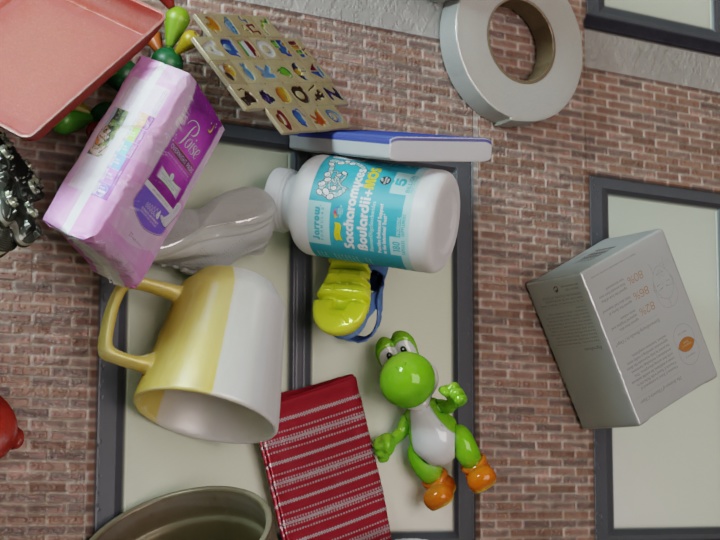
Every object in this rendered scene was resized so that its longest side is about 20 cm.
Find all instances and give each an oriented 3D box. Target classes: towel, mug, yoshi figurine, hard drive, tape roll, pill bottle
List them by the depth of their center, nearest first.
[{"bbox_3d":[-0.152,0.072,1.614,0.187,0.149,0.154,42,52,-48],"label":"mug"},{"bbox_3d":[-0.001,-0.064,1.700,0.111,0.199,0.111,8,90,-71],"label":"pill bottle"},{"bbox_3d":[0.030,-0.137,1.727,0.132,0.200,0.025,-2,98,-33],"label":"hard drive"},{"bbox_3d":[-0.042,0.224,1.740,0.144,0.022,0.201,-15,94,-36],"label":"towel"},{"bbox_3d":[0.071,0.166,1.768,0.112,0.112,0.201,-31,98,-33],"label":"yoshi figurine"},{"bbox_3d":[0.186,-0.277,1.947,0.202,0.037,0.204,5,80,-33],"label":"tape roll"}]

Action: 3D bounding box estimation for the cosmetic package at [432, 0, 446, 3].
[{"bbox_3d":[0.048,-0.398,1.835,0.199,0.103,0.088,24,73,-27],"label":"cosmetic package"}]

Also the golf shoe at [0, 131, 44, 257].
[{"bbox_3d":[-0.352,-0.069,1.503,0.088,0.200,0.077,-33,114,7],"label":"golf shoe"}]

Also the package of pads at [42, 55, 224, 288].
[{"bbox_3d":[-0.217,-0.094,1.553,0.201,0.075,0.121,-62,157,-16],"label":"package of pads"}]

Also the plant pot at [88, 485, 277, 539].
[{"bbox_3d":[-0.162,0.338,1.562,0.200,0.200,0.174,-28,115,-33],"label":"plant pot"}]

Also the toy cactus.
[{"bbox_3d":[-0.224,-0.188,1.643,0.165,0.102,0.200,55,50,-26],"label":"toy cactus"}]

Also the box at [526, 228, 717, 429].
[{"bbox_3d":[0.320,0.073,1.946,0.152,0.106,0.201,-25,97,-33],"label":"box"}]

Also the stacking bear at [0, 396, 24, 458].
[{"bbox_3d":[-0.387,0.092,1.485,0.121,0.114,0.201,-32,106,-32],"label":"stacking bear"}]

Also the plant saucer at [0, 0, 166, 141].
[{"bbox_3d":[-0.320,-0.212,1.544,0.200,0.200,0.037,-47,149,-28],"label":"plant saucer"}]

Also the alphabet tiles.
[{"bbox_3d":[-0.094,-0.211,1.698,0.167,0.006,0.200,53,29,14],"label":"alphabet tiles"}]

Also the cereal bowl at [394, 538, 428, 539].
[{"bbox_3d":[0.037,0.391,1.732,0.199,0.083,0.201,5,81,-33],"label":"cereal bowl"}]

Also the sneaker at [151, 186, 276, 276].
[{"bbox_3d":[-0.183,-0.022,1.659,0.199,0.075,0.089,-11,134,-20],"label":"sneaker"}]

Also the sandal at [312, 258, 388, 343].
[{"bbox_3d":[0.000,0.000,1.777,0.087,0.079,0.201,65,39,-54],"label":"sandal"}]
